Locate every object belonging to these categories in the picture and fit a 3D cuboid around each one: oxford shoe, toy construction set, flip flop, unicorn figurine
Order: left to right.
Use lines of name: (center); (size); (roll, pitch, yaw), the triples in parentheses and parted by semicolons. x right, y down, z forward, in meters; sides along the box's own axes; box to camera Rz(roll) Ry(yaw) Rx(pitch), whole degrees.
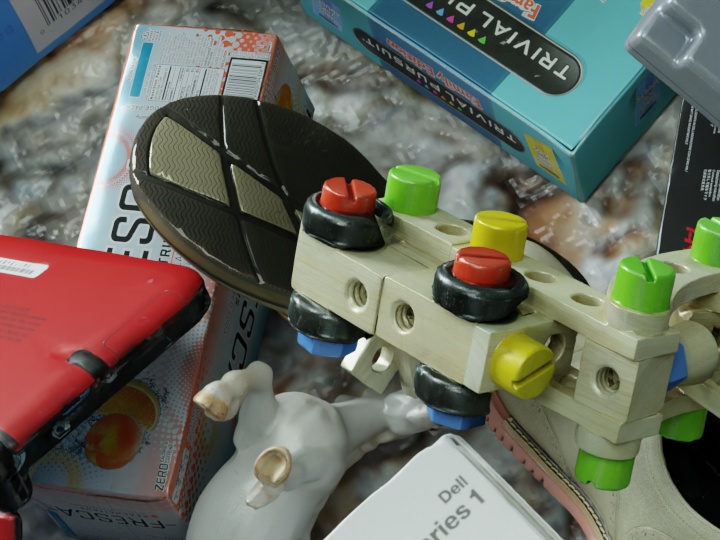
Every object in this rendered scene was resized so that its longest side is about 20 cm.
unicorn figurine: (-0.031, 0.087, 1.030); (0.200, 0.137, 0.074); (-45, 75, 5)
flip flop: (0.000, 0.000, 1.057); (0.200, 0.058, 0.081); (22, 56, -21)
toy construction set: (0.054, 0.012, 0.915); (0.200, 0.131, 0.092); (10, 104, 46)
oxford shoe: (0.098, 0.053, 0.983); (0.071, 0.074, 0.200); (1, 44, -38)

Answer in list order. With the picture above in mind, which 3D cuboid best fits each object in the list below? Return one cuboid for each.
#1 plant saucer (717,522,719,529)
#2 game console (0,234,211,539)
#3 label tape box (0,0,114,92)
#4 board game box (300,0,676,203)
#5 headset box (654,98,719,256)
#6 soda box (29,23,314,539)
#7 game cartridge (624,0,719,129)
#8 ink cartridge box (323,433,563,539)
plant saucer: (0.226, 0.109, 0.956); (0.200, 0.048, 0.200); (33, 117, 23)
game console: (-0.154, 0.080, 1.047); (0.200, 0.119, 0.172); (9, 41, 45)
label tape box: (-0.202, -0.164, 1.201); (0.143, 0.066, 0.200); (-41, 66, -9)
board game box: (0.093, -0.148, 1.145); (0.151, 0.047, 0.200); (36, 77, 23)
headset box: (0.216, -0.017, 1.044); (0.200, 0.077, 0.149); (6, 67, 13)
soda box: (-0.073, 0.005, 1.095); (0.064, 0.068, 0.200); (6, 67, 16)
game cartridge: (0.198, -0.110, 0.998); (0.133, 0.042, 0.200); (41, 69, -8)
ink cartridge box: (0.019, 0.160, 0.932); (0.145, 0.200, 0.084); (-42, 64, -9)
